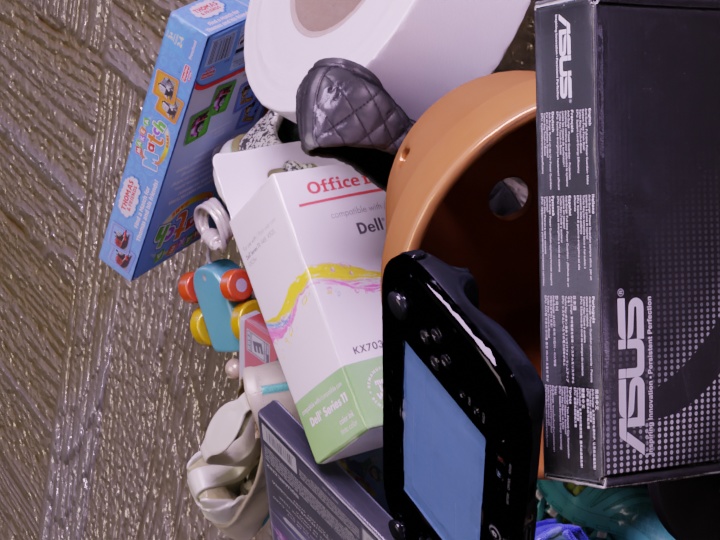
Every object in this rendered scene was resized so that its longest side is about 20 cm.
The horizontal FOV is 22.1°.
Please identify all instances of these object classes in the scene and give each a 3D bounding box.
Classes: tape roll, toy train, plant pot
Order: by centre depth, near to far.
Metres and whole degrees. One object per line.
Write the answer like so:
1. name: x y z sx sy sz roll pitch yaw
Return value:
1. plant pot: 0.095 -0.017 0.931 0.140 0.198 0.202 -122 40 -63
2. tape roll: 0.016 -0.171 1.077 0.202 0.070 0.204 -35 43 41
3. toy train: -0.046 0.044 1.258 0.200 0.055 0.151 51 141 23

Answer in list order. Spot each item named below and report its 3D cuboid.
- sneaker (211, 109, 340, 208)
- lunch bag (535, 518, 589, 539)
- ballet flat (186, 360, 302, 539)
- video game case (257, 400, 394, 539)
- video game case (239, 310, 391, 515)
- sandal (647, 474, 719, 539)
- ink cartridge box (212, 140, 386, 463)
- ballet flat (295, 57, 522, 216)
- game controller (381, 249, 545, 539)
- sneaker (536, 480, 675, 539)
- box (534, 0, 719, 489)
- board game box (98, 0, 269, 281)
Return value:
1. sneaker: -0.031 -0.039 1.184 0.089 0.076 0.201 -58 49 32
2. lunch bag: 0.096 0.232 0.966 0.170 0.126 0.202 151 104 -70
3. ballet flat: -0.081 0.122 1.210 0.070 0.069 0.201 67 148 29
4. video game case: -0.010 0.187 1.152 0.143 0.019 0.201 43 154 30
5. video game case: -0.013 0.130 1.198 0.199 0.017 0.144 32 131 40
6. sandal: 0.188 0.050 0.876 0.045 0.074 0.202 36 119 52
7. ink cartridge box: 0.000 0.000 1.099 0.067 0.116 0.202 -41 66 53
8. ballet flat: 0.029 -0.047 1.024 0.066 0.200 0.057 -6 59 42
9. game controller: 0.043 0.083 0.819 0.201 0.042 0.105 88 158 -48
10. sneaker: 0.114 0.125 0.995 0.200 0.079 0.078 50 133 42
11. box: 0.162 -0.016 0.800 0.047 0.192 0.203 2 93 54
12. board game box: -0.100 -0.104 1.267 0.036 0.151 0.201 32 125 16
